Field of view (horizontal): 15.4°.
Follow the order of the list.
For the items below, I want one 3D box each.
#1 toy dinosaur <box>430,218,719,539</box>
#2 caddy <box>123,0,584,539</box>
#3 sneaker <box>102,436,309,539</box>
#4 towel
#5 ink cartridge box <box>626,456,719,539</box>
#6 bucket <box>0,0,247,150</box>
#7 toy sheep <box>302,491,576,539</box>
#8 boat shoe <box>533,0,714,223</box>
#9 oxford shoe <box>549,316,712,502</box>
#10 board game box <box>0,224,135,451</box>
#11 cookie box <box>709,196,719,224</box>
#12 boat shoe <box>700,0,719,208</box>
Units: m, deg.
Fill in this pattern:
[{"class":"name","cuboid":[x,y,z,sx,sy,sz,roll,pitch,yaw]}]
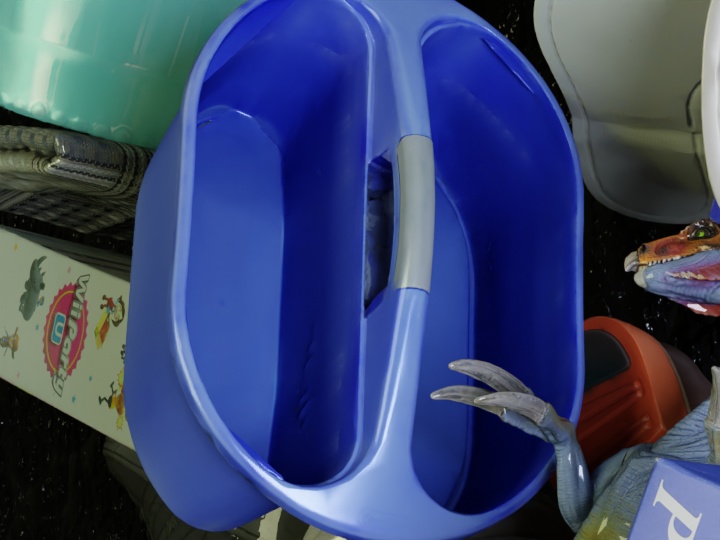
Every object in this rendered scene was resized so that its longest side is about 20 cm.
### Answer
[{"class":"toy dinosaur","cuboid":[0.078,0.079,0.817,0.105,0.181,0.200,29,147,37]},{"class":"caddy","cuboid":[0.000,0.000,0.869,0.105,0.141,0.200,135,141,-57]},{"class":"sneaker","cuboid":[-0.062,0.131,1.098,0.200,0.060,0.104,17,90,55]},{"class":"towel","cuboid":[-0.093,-0.026,1.130,0.200,0.192,0.035,5,83,57]},{"class":"ink cartridge box","cuboid":[0.088,0.158,0.674,0.094,0.044,0.200,24,96,38]},{"class":"bucket","cuboid":[-0.081,-0.127,1.143,0.207,0.207,0.135,29,106,57]},{"class":"toy sheep","cuboid":[0.032,0.138,0.942,0.138,0.138,0.200,-64,32,21]},{"class":"boat shoe","cuboid":[0.101,-0.087,0.892,0.200,0.073,0.062,77,-154,-61]},{"class":"oxford shoe","cuboid":[0.118,0.106,0.873,0.071,0.073,0.200,-37,50,36]},{"class":"board game box","cuboid":[-0.064,0.037,1.107,0.200,0.147,0.064,17,94,58]},{"class":"cookie box","cuboid":[0.209,-0.069,0.778,0.200,0.075,0.171,26,102,57]},{"class":"boat shoe","cuboid":[0.143,-0.102,0.785,0.063,0.073,0.200,9,-89,-85]}]
